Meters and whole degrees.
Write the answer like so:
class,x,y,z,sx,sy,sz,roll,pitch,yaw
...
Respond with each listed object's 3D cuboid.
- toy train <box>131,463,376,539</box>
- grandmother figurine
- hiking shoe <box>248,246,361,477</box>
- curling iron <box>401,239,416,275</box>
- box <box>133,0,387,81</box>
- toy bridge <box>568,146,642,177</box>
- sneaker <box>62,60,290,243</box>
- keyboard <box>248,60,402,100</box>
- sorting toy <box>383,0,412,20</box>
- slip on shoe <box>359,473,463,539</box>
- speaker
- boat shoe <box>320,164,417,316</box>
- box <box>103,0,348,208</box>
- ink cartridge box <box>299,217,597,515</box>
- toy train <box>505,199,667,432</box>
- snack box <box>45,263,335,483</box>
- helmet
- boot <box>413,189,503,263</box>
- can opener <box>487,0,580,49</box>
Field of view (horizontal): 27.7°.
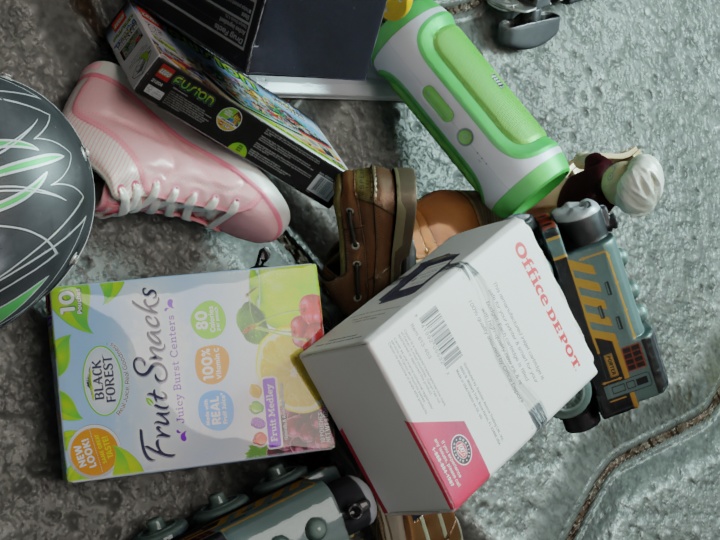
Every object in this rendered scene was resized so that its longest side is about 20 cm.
class,x,y,z,sx,sy,sz,roll,pitch,yaw
toy train,-0.082,0.205,1.084,0.200,0.114,0.085,-21,95,-26
grandmother figurine,0.191,-0.062,1.321,0.061,0.200,0.121,27,64,-32
hiking shoe,-0.044,0.079,1.181,0.101,0.076,0.200,-42,106,-33
curling iron,0.045,0.071,1.248,0.026,0.050,0.200,-6,98,-35
box,-0.069,-0.271,1.110,0.123,0.200,0.199,-1,117,-40
toy bridge,0.221,-0.076,1.462,0.200,0.027,0.067,-38,103,-38
sneaker,-0.153,-0.061,1.122,0.200,0.075,0.105,38,54,-18
keyboard,-0.025,-0.180,1.297,0.200,0.011,0.056,-4,78,-40
sorting toy,0.049,-0.285,1.277,0.180,0.200,0.107,-19,112,-40
slip on shoe,0.035,0.208,1.231,0.076,0.061,0.200,-33,120,-37
speaker,0.095,-0.142,1.290,0.088,0.088,0.200,-31,79,-39
boat shoe,0.000,0.000,1.194,0.068,0.072,0.200,2,123,-7
box,-0.103,-0.130,1.152,0.200,0.110,0.035,30,107,-36
ink cartridge box,0.072,0.071,1.118,0.200,0.084,0.145,-37,105,-39
toy train,0.186,0.038,1.251,0.114,0.085,0.200,-19,101,2
snack box,-0.125,0.075,1.084,0.200,0.053,0.142,-5,85,-17
helmet,-0.278,-0.040,0.940,0.200,0.191,0.200,9,76,-37
boot,0.080,0.029,1.298,0.155,0.077,0.200,-12,99,-33
can opener,0.204,-0.275,1.487,0.200,0.053,0.067,-24,128,-40
